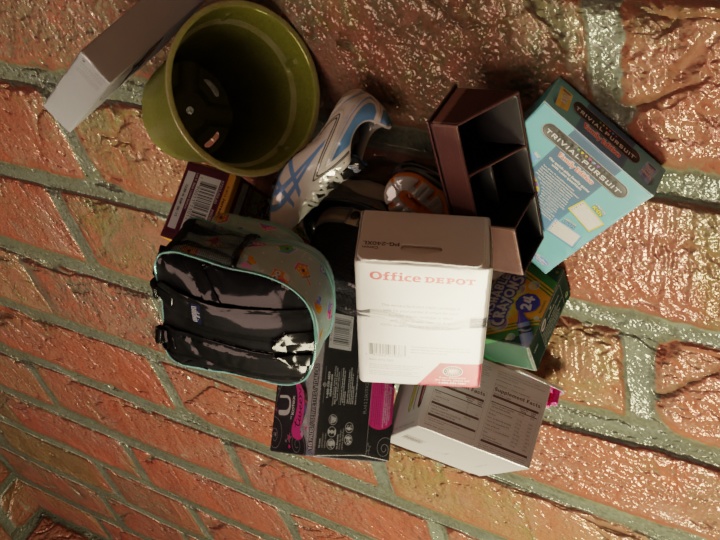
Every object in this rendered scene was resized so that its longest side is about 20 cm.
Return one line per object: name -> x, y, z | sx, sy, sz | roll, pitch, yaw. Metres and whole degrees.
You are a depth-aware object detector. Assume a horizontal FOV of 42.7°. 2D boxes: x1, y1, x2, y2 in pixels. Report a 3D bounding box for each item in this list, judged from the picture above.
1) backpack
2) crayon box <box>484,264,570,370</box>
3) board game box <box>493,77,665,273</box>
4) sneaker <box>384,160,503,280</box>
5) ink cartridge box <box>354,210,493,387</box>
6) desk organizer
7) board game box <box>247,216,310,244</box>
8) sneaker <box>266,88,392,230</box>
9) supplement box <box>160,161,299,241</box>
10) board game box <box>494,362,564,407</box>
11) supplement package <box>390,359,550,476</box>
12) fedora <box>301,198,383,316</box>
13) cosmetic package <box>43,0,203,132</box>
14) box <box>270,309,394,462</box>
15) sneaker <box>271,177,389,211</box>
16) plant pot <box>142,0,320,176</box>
backpack -> -0.124, 0.035, 1.075 | 0.197, 0.154, 0.178 | 16, 126, 17
crayon box -> 0.152, 0.046, 1.182 | 0.198, 0.127, 0.052 | 9, 143, 34
board game box -> 0.214, -0.098, 1.028 | 0.150, 0.047, 0.200 | 40, 146, -4
sneaker -> 0.113, -0.065, 1.137 | 0.078, 0.078, 0.200 | -39, 113, 25
ink cartridge box -> 0.069, 0.034, 1.027 | 0.143, 0.084, 0.202 | 3, 135, 5
desk organizer -> 0.139, -0.094, 0.996 | 0.076, 0.072, 0.202 | 10, 137, 32
board game box -> -0.108, -0.010, 1.246 | 0.102, 0.199, 0.048 | -44, 64, 22
sneaker -> -0.040, -0.120, 1.091 | 0.072, 0.201, 0.072 | 42, -168, 20
supplement box -> -0.175, -0.062, 1.284 | 0.085, 0.112, 0.200 | 18, 174, 25
board game box -> 0.163, 0.165, 1.340 | 0.198, 0.026, 0.200 | 25, 155, -11
supplement package -> 0.134, 0.190, 1.221 | 0.154, 0.112, 0.200 | 21, 162, -5
fedora -> 0.000, 0.000, 1.148 | 0.198, 0.092, 0.201 | 24, 154, 13
cosmetic package -> -0.284, -0.271, 1.124 | 0.052, 0.201, 0.150 | 47, 145, -16
box -> -0.036, 0.152, 1.254 | 0.131, 0.204, 0.114 | 12, 167, -35
sneaker -> -0.041, -0.089, 1.237 | 0.198, 0.080, 0.075 | 17, 144, 28
plant pot -> -0.180, -0.209, 1.139 | 0.201, 0.201, 0.183 | 51, 154, -22
